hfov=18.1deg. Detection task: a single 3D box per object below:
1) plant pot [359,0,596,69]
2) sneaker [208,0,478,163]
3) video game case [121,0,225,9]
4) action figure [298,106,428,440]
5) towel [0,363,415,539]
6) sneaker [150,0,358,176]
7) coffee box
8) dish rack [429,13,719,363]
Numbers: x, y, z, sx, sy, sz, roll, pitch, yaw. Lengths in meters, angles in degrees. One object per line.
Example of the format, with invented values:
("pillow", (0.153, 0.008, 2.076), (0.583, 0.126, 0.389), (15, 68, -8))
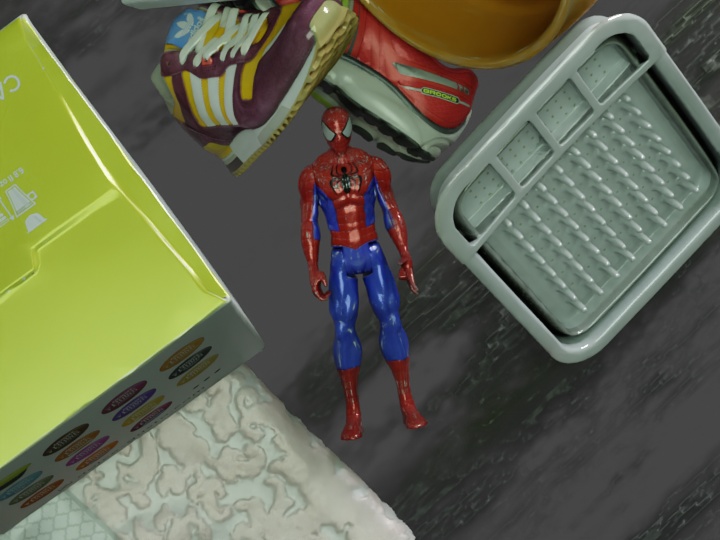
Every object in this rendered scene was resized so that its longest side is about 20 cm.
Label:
("plant pot", (0.096, -0.248, 1.320), (0.183, 0.200, 0.200), (-39, 91, -34))
("sneaker", (-0.014, -0.150, 1.381), (0.200, 0.077, 0.085), (38, 75, -8))
("video game case", (-0.081, -0.257, 1.323), (0.018, 0.143, 0.201), (12, 84, -39))
("action figure", (0.000, 0.000, 1.371), (0.065, 0.052, 0.201), (-10, 94, 1))
("towel", (-0.099, 0.162, 1.378), (0.200, 0.032, 0.191), (45, 86, -2))
("sneaker", (-0.071, -0.121, 1.306), (0.090, 0.200, 0.075), (39, 63, -4))
("coffee box", (-0.198, 0.010, 1.278), (0.199, 0.198, 0.200), (-36, 81, -3))
("dish rack", (0.131, -0.052, 1.345), (0.172, 0.044, 0.200), (-47, 134, -1))
